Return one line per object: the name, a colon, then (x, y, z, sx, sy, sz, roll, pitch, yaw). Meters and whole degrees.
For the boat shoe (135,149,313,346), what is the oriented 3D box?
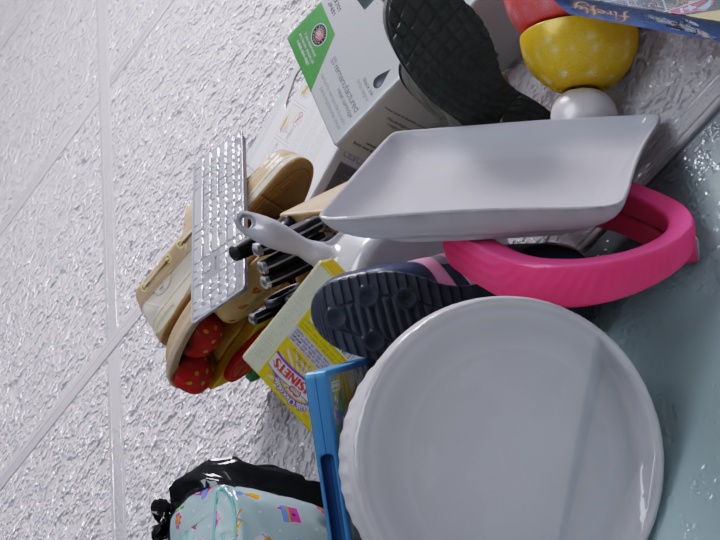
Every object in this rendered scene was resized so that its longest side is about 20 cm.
boat shoe: (-0.121, -0.030, 1.580, 0.200, 0.074, 0.069, -50, 61, 9)

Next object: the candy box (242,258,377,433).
candy box: (0.013, 0.096, 1.333, 0.200, 0.026, 0.102, 47, 117, 15)

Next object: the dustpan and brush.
dustpan and brush: (0.000, 0.000, 1.388, 0.057, 0.200, 0.140, 5, 72, 63)

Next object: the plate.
plate: (0.093, -0.059, 1.267, 0.199, 0.032, 0.200, -2, 20, 17)

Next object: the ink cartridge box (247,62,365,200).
ink cartridge box: (-0.021, -0.154, 1.739, 0.200, 0.044, 0.174, -61, 26, 5)

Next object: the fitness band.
fitness band: (0.136, -0.022, 1.238, 0.200, 0.143, 0.037, -146, 47, -64)

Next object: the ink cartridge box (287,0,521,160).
ink cartridge box: (0.048, -0.203, 1.567, 0.200, 0.083, 0.147, -44, 47, 24)

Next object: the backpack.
backpack: (-0.065, 0.235, 1.292, 0.200, 0.167, 0.127, -90, 25, -43)

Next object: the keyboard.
keyboard: (-0.115, -0.038, 1.518, 0.056, 0.011, 0.200, -29, 37, 20)

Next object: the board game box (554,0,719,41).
board game box: (0.238, -0.223, 1.256, 0.200, 0.035, 0.136, 17, 81, 36)

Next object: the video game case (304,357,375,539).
video game case: (0.002, 0.161, 1.247, 0.143, 0.018, 0.200, -5, -94, -77)

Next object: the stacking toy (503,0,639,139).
stacking toy: (0.157, -0.180, 1.382, 0.146, 0.146, 0.200, -18, 67, 55)

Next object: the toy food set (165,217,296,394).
toy food set: (-0.084, 0.027, 1.577, 0.200, 0.049, 0.198, -55, -15, 25)

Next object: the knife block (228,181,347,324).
knife block: (-0.017, -0.035, 1.469, 0.064, 0.176, 0.200, -1, 64, 43)

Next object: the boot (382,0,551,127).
boot: (0.060, -0.146, 1.421, 0.068, 0.200, 0.131, -49, 30, -9)

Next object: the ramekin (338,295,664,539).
ramekin: (0.079, 0.118, 1.163, 0.203, 0.202, 0.094, -69, 14, -11)

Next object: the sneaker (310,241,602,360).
sneaker: (0.067, 0.018, 1.305, 0.082, 0.200, 0.070, -82, -11, -73)
